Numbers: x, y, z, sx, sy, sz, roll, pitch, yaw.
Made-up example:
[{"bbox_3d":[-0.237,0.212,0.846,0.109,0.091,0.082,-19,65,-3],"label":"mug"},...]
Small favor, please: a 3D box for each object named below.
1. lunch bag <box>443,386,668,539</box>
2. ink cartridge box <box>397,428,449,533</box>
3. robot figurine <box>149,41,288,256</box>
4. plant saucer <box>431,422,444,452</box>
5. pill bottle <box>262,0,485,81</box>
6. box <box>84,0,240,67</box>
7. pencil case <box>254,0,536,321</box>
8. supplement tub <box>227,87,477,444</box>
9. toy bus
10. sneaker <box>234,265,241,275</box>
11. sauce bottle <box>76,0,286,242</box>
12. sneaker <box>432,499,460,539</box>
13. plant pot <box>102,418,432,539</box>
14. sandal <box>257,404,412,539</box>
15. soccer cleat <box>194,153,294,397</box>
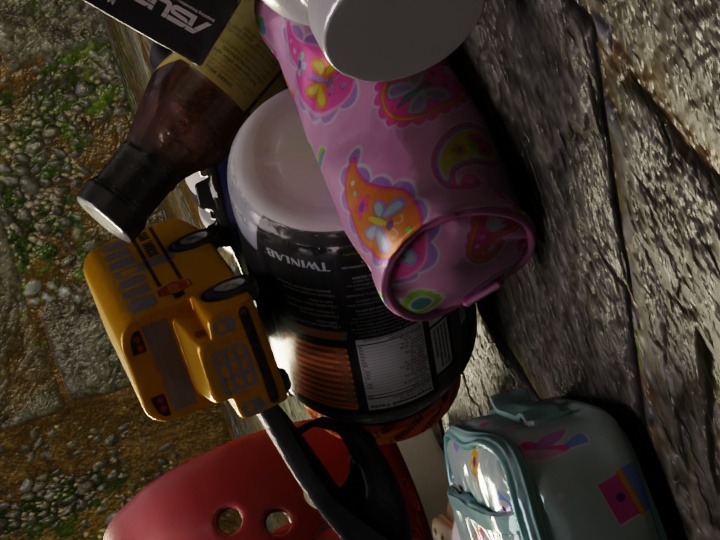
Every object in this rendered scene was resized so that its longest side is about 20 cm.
[{"bbox_3d":[0.095,0.137,1.061,0.200,0.077,0.161,160,90,-82],"label":"lunch bag"},{"bbox_3d":[0.044,0.223,1.559,0.200,0.083,0.145,82,163,-59],"label":"ink cartridge box"},{"bbox_3d":[-0.059,-0.098,1.361,0.150,0.125,0.200,-108,2,-61],"label":"robot figurine"},{"bbox_3d":[0.012,0.060,1.615,0.200,0.032,0.201,161,90,-81],"label":"plant saucer"},{"bbox_3d":[-0.017,-0.177,0.960,0.104,0.104,0.200,82,167,-55],"label":"pill bottle"},{"bbox_3d":[-0.136,-0.196,1.184,0.160,0.044,0.200,30,-159,-13],"label":"box"},{"bbox_3d":[0.015,-0.072,1.087,0.088,0.087,0.200,81,167,-53],"label":"pencil case"},{"bbox_3d":[0.000,0.000,1.214,0.200,0.122,0.123,80,168,-50],"label":"supplement tub"},{"bbox_3d":[-0.098,0.028,1.216,0.200,0.078,0.065,-134,24,-70],"label":"toy bus"},{"bbox_3d":[-0.030,-0.025,1.517,0.075,0.079,0.200,32,159,-18],"label":"sneaker"},{"bbox_3d":[-0.082,-0.105,1.240,0.066,0.200,0.066,38,168,10],"label":"sauce bottle"},{"bbox_3d":[0.072,0.157,1.285,0.200,0.074,0.116,77,167,-46],"label":"sneaker"},{"bbox_3d":[-0.039,0.215,1.370,0.200,0.200,0.183,89,159,-67],"label":"plant pot"},{"bbox_3d":[0.007,0.131,1.229,0.201,0.048,0.075,52,179,-19],"label":"sandal"},{"bbox_3d":[-0.035,0.000,1.314,0.065,0.084,0.200,-97,-10,-52],"label":"soccer cleat"}]
